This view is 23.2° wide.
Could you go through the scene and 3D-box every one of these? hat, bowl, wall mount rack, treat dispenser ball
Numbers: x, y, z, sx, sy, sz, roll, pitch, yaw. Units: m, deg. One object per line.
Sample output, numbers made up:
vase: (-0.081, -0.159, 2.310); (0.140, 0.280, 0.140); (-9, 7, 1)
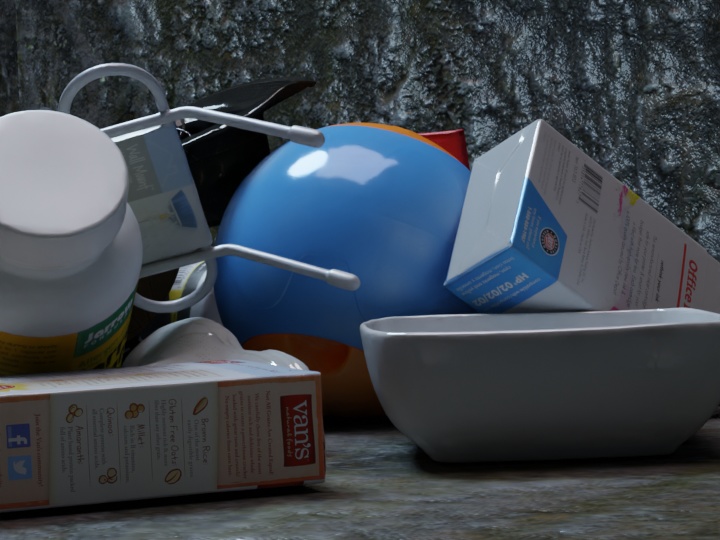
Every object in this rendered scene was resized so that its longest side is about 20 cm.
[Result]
hat: (-0.115, -0.072, 1.244); (0.201, 0.081, 0.201); (-20, 11, 4)
bowl: (0.101, 0.061, 0.965); (0.200, 0.075, 0.200); (-2, 0, 1)
wall mount rack: (-0.100, -0.033, 1.046); (0.174, 0.200, 0.075); (-15, 44, -1)
treat dispenser ball: (0.000, 0.000, 1.190); (0.201, 0.201, 0.201); (-2, 0, 0)

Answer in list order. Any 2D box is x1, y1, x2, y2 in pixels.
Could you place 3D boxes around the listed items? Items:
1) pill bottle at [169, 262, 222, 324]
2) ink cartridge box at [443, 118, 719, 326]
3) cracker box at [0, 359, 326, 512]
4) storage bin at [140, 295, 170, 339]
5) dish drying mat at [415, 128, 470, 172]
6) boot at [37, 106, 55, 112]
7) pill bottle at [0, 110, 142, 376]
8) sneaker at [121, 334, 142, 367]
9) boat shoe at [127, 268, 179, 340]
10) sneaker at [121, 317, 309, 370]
pill bottle: (-0.178, 0.049, 1.405); (0.200, 0.114, 0.114); (-2, 0, 28)
ink cartridge box: (0.157, 0.010, 1.130); (0.200, 0.115, 0.068); (36, -43, -21)
cracker box: (-0.132, 0.079, 0.853); (0.200, 0.058, 0.134); (-3, 1, -20)
storage bin: (-0.220, -0.011, 1.318); (0.134, 0.200, 0.146); (-8, -41, -10)
dish drying mat: (0.054, -0.002, 1.288); (0.077, 0.200, 0.018); (-2, 11, 28)
boot: (-0.247, -0.003, 1.101); (0.068, 0.200, 0.188); (43, -23, -16)
pill bottle: (-0.177, 0.009, 0.945); (0.113, 0.113, 0.200); (-2, -36, -18)
sneaker: (-0.242, 0.078, 1.199); (0.200, 0.074, 0.079); (2, -29, 1)
boat shoe: (-0.194, 0.025, 1.133); (0.063, 0.073, 0.200); (12, 39, 36)
sneaker: (-0.112, 0.070, 1.052); (0.088, 0.075, 0.200); (-4, 3, -33)
